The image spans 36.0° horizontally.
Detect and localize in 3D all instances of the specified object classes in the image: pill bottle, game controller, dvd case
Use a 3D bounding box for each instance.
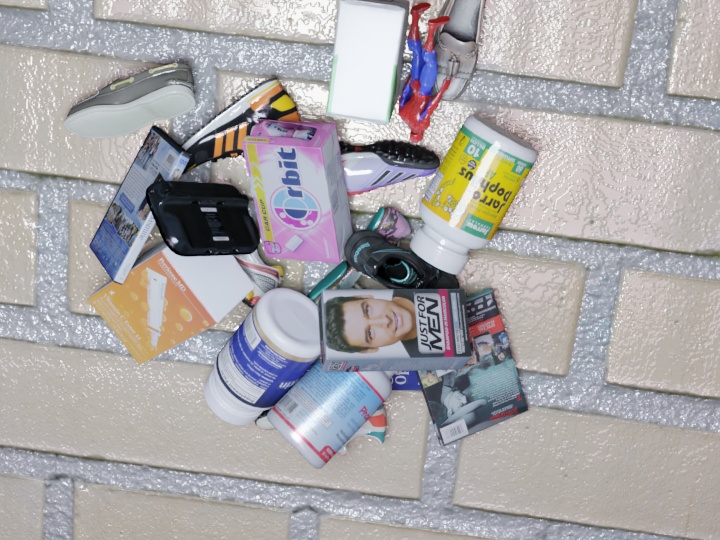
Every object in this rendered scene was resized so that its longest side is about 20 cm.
[{"bbox_3d":[-0.138,0.127,1.575,0.115,0.116,0.200,36,126,-7],"label":"pill bottle"},{"bbox_3d":[-0.206,-0.069,1.474,0.042,0.200,0.105,-21,82,29],"label":"game controller"},{"bbox_3d":[0.149,-0.101,1.522,0.112,0.113,0.201,28,105,-5],"label":"pill bottle"},{"bbox_3d":[-0.306,-0.093,1.525,0.017,0.143,0.201,25,98,-33],"label":"dvd case"},{"bbox_3d":[-0.028,0.172,1.555,0.200,0.109,0.109,-45,99,-8],"label":"pill bottle"},{"bbox_3d":[0.153,0.142,1.610,0.145,0.022,0.201,-22,107,-7],"label":"dvd case"}]

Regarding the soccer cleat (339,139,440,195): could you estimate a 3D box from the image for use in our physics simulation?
[{"bbox_3d":[0.011,-0.139,1.548,0.199,0.068,0.074,2,118,4],"label":"soccer cleat"}]

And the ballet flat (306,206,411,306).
[{"bbox_3d":[0.000,0.000,1.584,0.071,0.069,0.200,38,100,-13],"label":"ballet flat"}]

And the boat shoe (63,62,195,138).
[{"bbox_3d":[-0.320,-0.236,1.536,0.201,0.072,0.061,-13,64,18],"label":"boat shoe"}]

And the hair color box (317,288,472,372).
[{"bbox_3d":[0.044,0.081,1.501,0.199,0.061,0.100,0,69,-10],"label":"hair color box"}]

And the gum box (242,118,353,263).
[{"bbox_3d":[-0.083,-0.111,1.506,0.113,0.066,0.201,5,129,18],"label":"gum box"}]

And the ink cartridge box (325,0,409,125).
[{"bbox_3d":[0.013,-0.278,1.437,0.087,0.200,0.146,9,106,4],"label":"ink cartridge box"}]

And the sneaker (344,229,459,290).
[{"bbox_3d":[0.066,0.010,1.542,0.199,0.079,0.076,21,103,-35],"label":"sneaker"}]

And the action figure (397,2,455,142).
[{"bbox_3d":[0.086,-0.257,1.489,0.065,0.052,0.201,40,140,32],"label":"action figure"}]

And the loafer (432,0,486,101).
[{"bbox_3d":[0.132,-0.326,1.487,0.071,0.063,0.201,13,105,0],"label":"loafer"}]

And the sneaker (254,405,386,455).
[{"bbox_3d":[-0.056,0.235,1.645,0.199,0.070,0.094,-9,99,2],"label":"sneaker"}]

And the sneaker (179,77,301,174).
[{"bbox_3d":[-0.173,-0.178,1.539,0.200,0.070,0.090,-37,97,9],"label":"sneaker"}]

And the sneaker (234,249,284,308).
[{"bbox_3d":[-0.191,-0.040,1.586,0.082,0.078,0.200,-44,97,-12],"label":"sneaker"}]

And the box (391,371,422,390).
[{"bbox_3d":[0.042,0.117,1.629,0.199,0.032,0.122,-1,105,4],"label":"box"}]

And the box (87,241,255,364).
[{"bbox_3d":[-0.265,0.031,1.542,0.200,0.098,0.125,-28,104,42],"label":"box"}]
